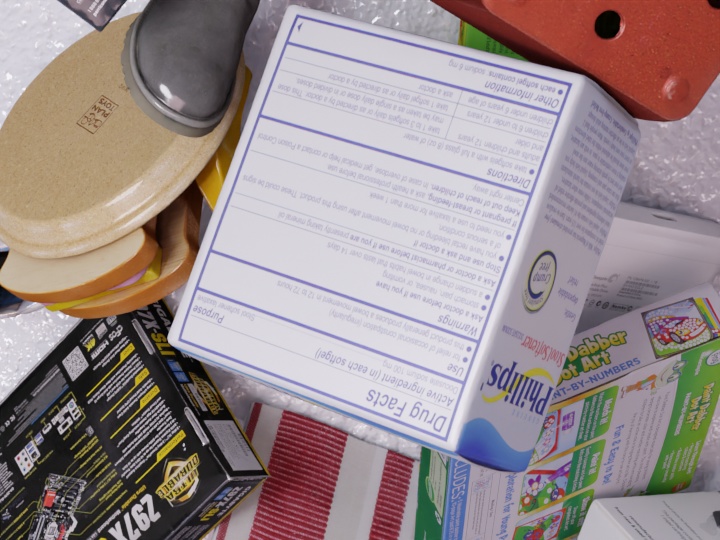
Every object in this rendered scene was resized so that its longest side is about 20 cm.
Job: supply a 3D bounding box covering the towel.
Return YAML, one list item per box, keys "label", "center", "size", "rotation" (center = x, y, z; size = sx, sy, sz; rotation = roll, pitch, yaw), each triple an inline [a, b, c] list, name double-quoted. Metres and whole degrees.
- label: "towel"
  center: [0.002, 0.179, 1.223]
  size: [0.199, 0.144, 0.023]
  rotation: [23, 136, -9]

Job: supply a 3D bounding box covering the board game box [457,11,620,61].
- label: "board game box"
  center: [0.113, -0.166, 1.107]
  size: [0.101, 0.048, 0.201]
  rotation: [4, 115, 0]

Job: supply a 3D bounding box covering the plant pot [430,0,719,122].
- label: "plant pot"
  center: [0.129, -0.190, 0.962]
  size: [0.199, 0.176, 0.200]
  rotation: [27, 107, -23]

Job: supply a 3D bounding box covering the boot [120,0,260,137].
- label: "boot"
  center: [-0.052, -0.191, 0.976]
  size: [0.072, 0.183, 0.200]
  rotation: [25, 136, -22]

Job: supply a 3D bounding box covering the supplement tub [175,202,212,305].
- label: "supplement tub"
  center: [0.000, 0.000, 1.135]
  size: [0.199, 0.145, 0.145]
  rotation: [27, 113, -10]

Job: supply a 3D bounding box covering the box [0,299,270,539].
- label: "box"
  center: [-0.174, 0.133, 1.202]
  size: [0.200, 0.049, 0.160]
  rotation: [-44, 66, 21]

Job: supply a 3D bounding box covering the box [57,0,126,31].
- label: "box"
  center: [-0.163, -0.228, 1.000]
  size: [0.141, 0.200, 0.079]
  rotation: [38, 110, -15]

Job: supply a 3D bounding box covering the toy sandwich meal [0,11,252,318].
- label: "toy sandwich meal"
  center: [-0.138, -0.067, 1.090]
  size: [0.204, 0.206, 0.070]
  rotation: [-28, 133, 14]

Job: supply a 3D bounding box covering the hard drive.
- label: "hard drive"
  center: [0.147, 0.048, 1.185]
  size: [0.131, 0.027, 0.201]
  rotation: [8, 120, -40]

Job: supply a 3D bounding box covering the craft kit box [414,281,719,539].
- label: "craft kit box"
  center: [0.131, 0.110, 1.151]
  size: [0.197, 0.049, 0.200]
  rotation: [-18, 147, -14]

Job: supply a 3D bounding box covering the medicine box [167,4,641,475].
- label: "medicine box"
  center: [0.024, -0.018, 0.969]
  size: [0.181, 0.103, 0.201]
  rotation: [18, 87, 29]

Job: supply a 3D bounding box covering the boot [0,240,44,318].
- label: "boot"
  center: [-0.260, -0.007, 1.164]
  size: [0.199, 0.096, 0.074]
  rotation: [-14, 114, 8]

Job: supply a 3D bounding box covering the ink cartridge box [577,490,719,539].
- label: "ink cartridge box"
  center: [0.232, 0.228, 1.227]
  size: [0.199, 0.084, 0.145]
  rotation: [1, 119, -31]
